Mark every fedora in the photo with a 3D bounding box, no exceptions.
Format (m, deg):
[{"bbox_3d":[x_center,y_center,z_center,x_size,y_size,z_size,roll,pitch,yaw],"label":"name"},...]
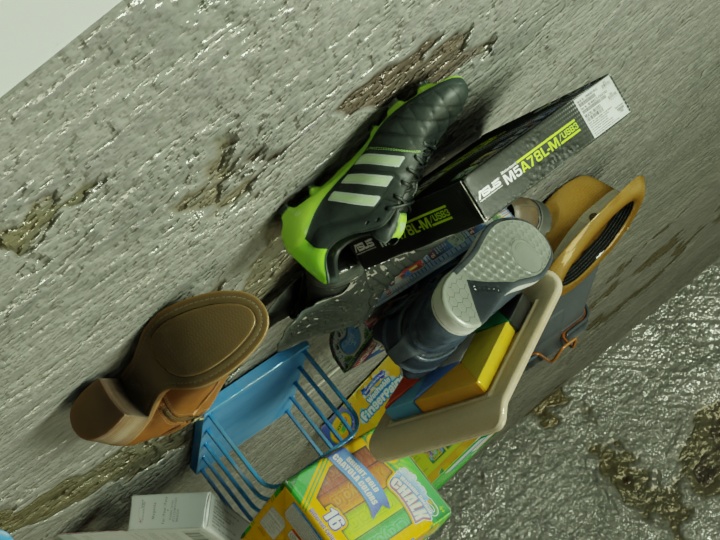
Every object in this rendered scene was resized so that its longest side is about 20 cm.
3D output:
[{"bbox_3d":[0.273,-0.056,1.723,0.201,0.082,0.201,-43,160,-19],"label":"fedora"}]

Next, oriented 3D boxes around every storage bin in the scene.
[{"bbox_3d":[0.235,0.040,1.841,0.200,0.146,0.134,-30,152,-32],"label":"storage bin"}]

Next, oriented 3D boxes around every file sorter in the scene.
[{"bbox_3d":[-0.092,0.190,1.496,0.139,0.123,0.200,-34,163,-22],"label":"file sorter"}]

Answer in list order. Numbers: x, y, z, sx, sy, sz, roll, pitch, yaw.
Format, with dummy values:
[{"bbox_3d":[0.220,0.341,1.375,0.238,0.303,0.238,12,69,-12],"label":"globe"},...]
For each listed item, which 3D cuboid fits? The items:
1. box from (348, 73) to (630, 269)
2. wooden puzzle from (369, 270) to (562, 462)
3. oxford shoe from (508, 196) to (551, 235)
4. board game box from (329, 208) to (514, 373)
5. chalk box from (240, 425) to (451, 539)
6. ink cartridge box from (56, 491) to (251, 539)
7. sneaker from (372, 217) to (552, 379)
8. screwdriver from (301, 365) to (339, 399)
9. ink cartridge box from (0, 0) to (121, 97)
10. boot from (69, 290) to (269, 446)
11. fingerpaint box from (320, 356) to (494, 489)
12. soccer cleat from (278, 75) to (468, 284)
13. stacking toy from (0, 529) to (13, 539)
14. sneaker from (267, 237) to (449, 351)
[{"bbox_3d":[0.108,-0.084,1.188,0.200,0.048,0.193,-36,-170,-31],"label":"box"},{"bbox_3d":[0.101,0.092,1.371,0.185,0.037,0.200,-23,-150,43],"label":"wooden puzzle"},{"bbox_3d":[0.117,-0.015,1.539,0.200,0.073,0.084,-48,146,21],"label":"oxford shoe"},{"bbox_3d":[0.037,0.016,1.422,0.200,0.062,0.200,-25,159,-40],"label":"board game box"},{"bbox_3d":[0.000,0.256,1.433,0.200,0.124,0.124,-26,160,-44],"label":"chalk box"},{"bbox_3d":[-0.206,0.296,1.497,0.173,0.044,0.200,-5,151,18],"label":"ink cartridge box"},{"bbox_3d":[0.097,0.029,1.358,0.202,0.077,0.146,-35,173,-46],"label":"sneaker"},{"bbox_3d":[0.006,0.083,1.607,0.200,0.028,0.029,-37,134,-9],"label":"screwdriver"},{"bbox_3d":[-0.161,-0.118,0.319,0.145,0.200,0.088,-39,161,-1],"label":"ink cartridge box"},{"bbox_3d":[-0.141,0.083,1.180,0.200,0.074,0.155,-31,166,14],"label":"boot"},{"bbox_3d":[0.068,0.209,1.839,0.200,0.167,0.073,-50,160,29],"label":"fingerpaint box"},{"bbox_3d":[0.022,-0.072,1.101,0.200,0.081,0.068,-44,164,13],"label":"soccer cleat"},{"bbox_3d":[-0.382,0.310,1.223,0.116,0.110,0.200,-7,158,-37],"label":"stacking toy"},{"bbox_3d":[0.002,0.002,1.285,0.200,0.060,0.104,-24,147,-27],"label":"sneaker"}]
